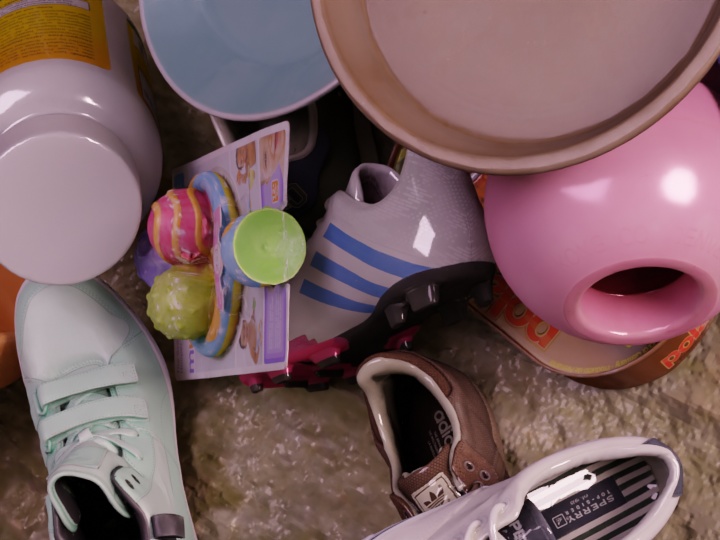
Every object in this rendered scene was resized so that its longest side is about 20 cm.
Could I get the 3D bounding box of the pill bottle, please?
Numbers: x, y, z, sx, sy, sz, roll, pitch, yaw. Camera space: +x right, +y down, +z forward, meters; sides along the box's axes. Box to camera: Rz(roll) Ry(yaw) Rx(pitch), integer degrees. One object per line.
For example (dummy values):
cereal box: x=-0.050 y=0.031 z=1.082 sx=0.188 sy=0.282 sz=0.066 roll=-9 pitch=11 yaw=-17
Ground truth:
pill bottle: x=-0.164 y=-0.073 z=1.175 sx=0.113 sy=0.113 sz=0.200 roll=-45 pitch=25 yaw=13

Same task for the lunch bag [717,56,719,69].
lunch bag: x=0.236 y=-0.141 z=0.953 sx=0.169 sy=0.127 sz=0.201 roll=-30 pitch=40 yaw=23

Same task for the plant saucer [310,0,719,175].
plant saucer: x=0.072 y=-0.135 z=0.902 sx=0.198 sy=0.029 sz=0.202 roll=-5 pitch=78 yaw=25

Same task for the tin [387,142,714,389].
tin: x=0.092 y=-0.021 z=1.061 sx=0.112 sy=0.042 sz=0.200 roll=-52 pitch=51 yaw=3

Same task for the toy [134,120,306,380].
toy: x=-0.083 y=-0.005 z=1.100 sx=0.200 sy=0.047 sz=0.116 roll=170 pitch=101 yaw=-66

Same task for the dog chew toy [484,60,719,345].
dog chew toy: x=0.112 y=-0.069 z=0.972 sx=0.124 sy=0.124 sz=0.201 roll=-24 pitch=50 yaw=27

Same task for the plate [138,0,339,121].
plate: x=-0.032 y=-0.169 z=1.098 sx=0.199 sy=0.025 sz=0.202 roll=-14 pitch=67 yaw=36

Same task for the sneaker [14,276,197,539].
sneaker: x=-0.132 y=0.079 z=1.106 sx=0.073 sy=0.118 sz=0.202 roll=-22 pitch=76 yaw=1

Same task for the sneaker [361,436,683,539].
sneaker: x=0.051 y=0.123 z=0.936 sx=0.199 sy=0.071 sz=0.073 roll=-31 pitch=78 yaw=-20

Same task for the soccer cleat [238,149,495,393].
soccer cleat: x=0.000 y=0.000 z=1.071 sx=0.200 sy=0.069 sz=0.087 roll=-31 pitch=65 yaw=51

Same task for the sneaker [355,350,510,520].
sneaker: x=0.047 y=0.123 z=1.012 sx=0.070 sy=0.075 sz=0.201 roll=-40 pitch=53 yaw=17

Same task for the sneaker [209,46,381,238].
sneaker: x=-0.045 y=-0.107 z=1.161 sx=0.067 sy=0.090 sz=0.202 roll=-31 pitch=56 yaw=24

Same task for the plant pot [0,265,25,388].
plant pot: x=-0.285 y=0.038 z=1.230 sx=0.200 sy=0.199 sz=0.141 roll=44 pitch=116 yaw=39
